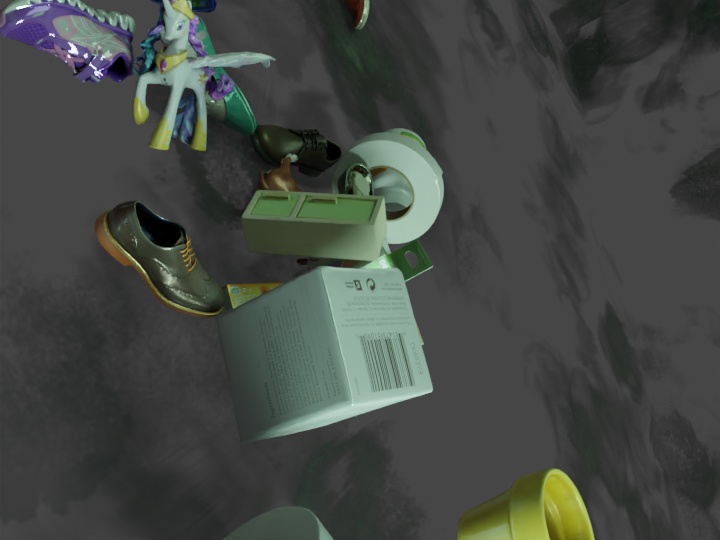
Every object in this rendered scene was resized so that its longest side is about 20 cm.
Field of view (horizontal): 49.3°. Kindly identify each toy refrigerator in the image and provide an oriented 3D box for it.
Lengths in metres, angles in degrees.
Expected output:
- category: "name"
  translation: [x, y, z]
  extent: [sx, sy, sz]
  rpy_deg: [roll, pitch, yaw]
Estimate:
- category: "toy refrigerator"
  translation: [-0.066, -0.070, 1.146]
  extent: [0.076, 0.197, 0.071]
  rpy_deg: [-69, 158, -49]

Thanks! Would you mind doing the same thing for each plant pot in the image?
- category: "plant pot"
  translation: [0.276, 0.459, 1.346]
  extent: [0.200, 0.188, 0.203]
  rpy_deg: [35, 43, -41]

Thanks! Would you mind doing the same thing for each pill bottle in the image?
- category: "pill bottle"
  translation: [0.069, -0.171, 1.520]
  extent: [0.111, 0.110, 0.201]
  rpy_deg: [44, 37, -33]

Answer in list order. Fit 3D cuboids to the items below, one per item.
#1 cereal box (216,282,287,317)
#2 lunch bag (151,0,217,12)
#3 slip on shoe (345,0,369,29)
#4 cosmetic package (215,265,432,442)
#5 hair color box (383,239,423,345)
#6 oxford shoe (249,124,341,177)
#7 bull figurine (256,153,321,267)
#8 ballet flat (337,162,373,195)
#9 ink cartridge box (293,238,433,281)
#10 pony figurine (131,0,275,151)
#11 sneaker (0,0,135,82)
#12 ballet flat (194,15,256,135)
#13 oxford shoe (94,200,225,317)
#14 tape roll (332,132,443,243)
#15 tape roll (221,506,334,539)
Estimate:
- category: "cereal box"
  translation: [-0.123, 0.118, 1.092]
  extent: [0.143, 0.039, 0.202]
  rpy_deg: [-2, 71, -56]
- category: "lunch bag"
  translation: [-0.294, -0.494, 1.167]
  extent: [0.200, 0.126, 0.172]
  rpy_deg: [16, 53, -68]
- category: "slip on shoe"
  translation: [-0.023, -0.628, 1.741]
  extent: [0.061, 0.074, 0.203]
  rpy_deg: [-6, 79, -23]
- category: "cosmetic package"
  translation: [-0.048, 0.105, 0.987]
  extent: [0.164, 0.199, 0.167]
  rpy_deg: [2, 69, -51]
- category: "hair color box"
  translation: [0.030, 0.051, 1.359]
  extent: [0.109, 0.064, 0.202]
  rpy_deg: [-11, 81, -59]
- category: "oxford shoe"
  translation: [-0.104, -0.213, 1.305]
  extent: [0.199, 0.084, 0.074]
  rpy_deg: [2, 70, -56]
- category: "bull figurine"
  translation: [-0.092, -0.088, 1.258]
  extent: [0.201, 0.065, 0.122]
  rpy_deg: [57, 25, -25]
- category: "ballet flat"
  translation: [-0.002, -0.088, 1.296]
  extent: [0.067, 0.064, 0.202]
  rpy_deg: [4, 61, -23]
- category: "ink cartridge box"
  translation: [0.000, 0.000, 1.184]
  extent: [0.060, 0.199, 0.104]
  rpy_deg: [59, 3, -26]
- category: "pony figurine"
  translation: [-0.227, -0.267, 1.054]
  extent: [0.193, 0.165, 0.202]
  rpy_deg: [-20, 126, -70]
- category: "sneaker"
  translation: [-0.351, -0.279, 0.970]
  extent: [0.199, 0.080, 0.090]
  rpy_deg: [-9, 85, -60]
- category: "ballet flat"
  translation: [-0.233, -0.284, 1.182]
  extent: [0.070, 0.067, 0.202]
  rpy_deg: [-34, 100, -35]
- category: "oxford shoe"
  translation: [-0.232, -0.010, 0.974]
  extent: [0.200, 0.072, 0.072]
  rpy_deg: [43, 37, -36]
- category: "tape roll"
  translation: [0.048, -0.142, 1.379]
  extent: [0.204, 0.201, 0.037]
  rpy_deg: [56, 33, -18]
- category: "tape roll"
  translation: [-0.088, 0.371, 0.820]
  extent: [0.140, 0.201, 0.203]
  rpy_deg: [55, 32, -16]
